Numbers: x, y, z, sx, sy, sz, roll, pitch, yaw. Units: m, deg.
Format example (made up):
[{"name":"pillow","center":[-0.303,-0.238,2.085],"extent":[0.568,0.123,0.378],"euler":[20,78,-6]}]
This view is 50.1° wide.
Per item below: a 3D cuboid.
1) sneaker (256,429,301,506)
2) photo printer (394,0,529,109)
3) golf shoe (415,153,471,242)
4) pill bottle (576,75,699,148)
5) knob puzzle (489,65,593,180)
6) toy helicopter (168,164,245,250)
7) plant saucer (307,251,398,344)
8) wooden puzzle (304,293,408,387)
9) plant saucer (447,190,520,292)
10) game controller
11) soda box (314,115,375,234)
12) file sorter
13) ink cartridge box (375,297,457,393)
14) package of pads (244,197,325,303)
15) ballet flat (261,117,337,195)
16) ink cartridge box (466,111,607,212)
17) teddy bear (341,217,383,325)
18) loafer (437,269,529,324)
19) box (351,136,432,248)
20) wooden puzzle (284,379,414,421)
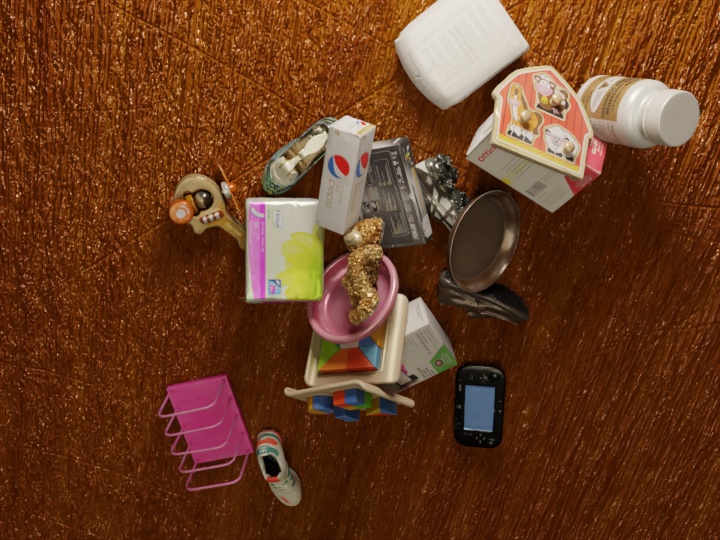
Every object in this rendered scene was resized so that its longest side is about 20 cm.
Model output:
[{"name":"sneaker","center":[-0.186,0.456,1.705],"extent":[0.070,0.093,0.201],"euler":[-14,110,8]},{"name":"photo printer","center":[0.172,-0.397,1.362],"extent":[0.200,0.070,0.167],"euler":[-36,107,16]},{"name":"golf shoe","center":[0.158,-0.126,1.480],"extent":[0.094,0.078,0.201],"euler":[-12,115,31]},{"name":"pill bottle","center":[0.470,-0.270,1.319],"extent":[0.114,0.200,0.115],"euler":[-8,110,-23]},{"name":"knob puzzle","center":[0.315,-0.271,1.307],"extent":[0.219,0.220,0.030],"euler":[28,153,-9]},{"name":"toy helicopter","center":[-0.269,-0.114,1.503],"extent":[0.200,0.079,0.132],"euler":[40,99,-24]},{"name":"plant saucer","center":[-0.009,0.055,1.500],"extent":[0.200,0.201,0.051],"euler":[-32,139,14]},{"name":"wooden puzzle","center":[-0.011,0.134,1.504],"extent":[0.199,0.186,0.037],"euler":[-6,149,26]},{"name":"plant saucer","center":[0.229,-0.058,1.464],"extent":[0.200,0.032,0.201],"euler":[-19,121,-35]},{"name":"game controller","center":[0.254,0.291,1.650],"extent":[0.104,0.042,0.201],"euler":[0,111,2]},{"name":"soda box","center":[-0.029,-0.171,1.396],"extent":[0.063,0.068,0.201],"euler":[22,124,17]},{"name":"file sorter","center":[-0.333,0.350,1.651],"extent":[0.138,0.126,0.201],"euler":[-12,111,7]},{"name":"ink cartridge box","center":[0.073,0.165,1.563],"extent":[0.199,0.084,0.145],"euler":[-28,128,12]},{"name":"package of pads","center":[-0.144,-0.039,1.476],"extent":[0.154,0.068,0.201],"euler":[-1,92,-11]},{"name":"ballet flat","center":[-0.117,-0.213,1.448],"extent":[0.074,0.074,0.200],"euler":[43,107,-14]},{"name":"ink cartridge box","center":[0.315,-0.215,1.388],"extent":[0.199,0.084,0.145],"euler":[30,147,-10]},{"name":"teddy bear","center":[0.000,0.000,1.407],"extent":[0.066,0.145,0.201],"euler":[5,90,-10]},{"name":"loafer","center":[0.242,0.063,1.551],"extent":[0.199,0.073,0.071],"euler":[23,122,-2]},{"name":"box","center":[0.036,-0.140,1.453],"extent":[0.158,0.048,0.201],"euler":[-5,113,29]},{"name":"wooden puzzle","center":[-0.022,0.260,1.508],"extent":[0.199,0.047,0.185],"euler":[-11,156,34]}]
